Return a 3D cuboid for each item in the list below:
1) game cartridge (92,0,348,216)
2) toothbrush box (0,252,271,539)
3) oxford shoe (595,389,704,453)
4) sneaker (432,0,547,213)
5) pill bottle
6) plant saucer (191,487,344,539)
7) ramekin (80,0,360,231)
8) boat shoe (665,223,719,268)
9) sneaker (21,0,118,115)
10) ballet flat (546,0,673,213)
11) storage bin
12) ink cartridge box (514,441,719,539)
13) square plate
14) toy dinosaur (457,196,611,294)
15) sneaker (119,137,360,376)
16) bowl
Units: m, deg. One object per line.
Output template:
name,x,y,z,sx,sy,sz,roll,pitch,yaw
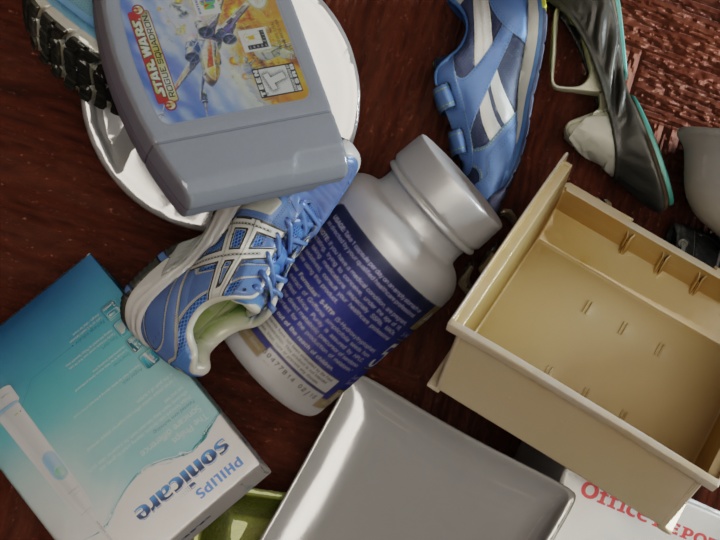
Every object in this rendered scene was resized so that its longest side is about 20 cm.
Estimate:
game cartridge,-0.100,-0.138,0.969,0.133,0.042,0.201,-13,74,-28
toothbrush box,-0.183,0.114,1.074,0.146,0.085,0.200,-41,79,-5
oxford shoe,0.170,0.098,1.100,0.199,0.084,0.073,20,93,14
sneaker,0.090,-0.123,1.141,0.082,0.074,0.201,10,88,0
pill bottle,0.000,0.000,1.082,0.200,0.120,0.120,-41,97,10
plant saucer,-0.041,0.270,1.140,0.199,0.048,0.201,9,89,-8
ramekin,-0.105,-0.128,1.099,0.202,0.094,0.203,0,92,-8
boat shoe,0.239,0.061,1.162,0.068,0.074,0.200,20,87,-9
sneaker,-0.139,-0.151,1.021,0.200,0.078,0.090,29,67,-8
ballet flat,0.186,-0.135,1.160,0.068,0.068,0.201,-14,83,2
storage bin,0.183,0.044,1.039,0.200,0.094,0.199,31,56,10
ink cartridge box,0.166,0.244,1.120,0.147,0.145,0.201,24,88,-8
square plate,0.028,0.203,1.067,0.200,0.028,0.199,27,84,30
toy dinosaur,0.131,0.019,1.155,0.101,0.058,0.200,31,87,-9
sneaker,-0.069,-0.009,1.013,0.200,0.076,0.077,-45,56,3
bowl,0.328,-0.045,1.111,0.200,0.201,0.091,10,94,-8
